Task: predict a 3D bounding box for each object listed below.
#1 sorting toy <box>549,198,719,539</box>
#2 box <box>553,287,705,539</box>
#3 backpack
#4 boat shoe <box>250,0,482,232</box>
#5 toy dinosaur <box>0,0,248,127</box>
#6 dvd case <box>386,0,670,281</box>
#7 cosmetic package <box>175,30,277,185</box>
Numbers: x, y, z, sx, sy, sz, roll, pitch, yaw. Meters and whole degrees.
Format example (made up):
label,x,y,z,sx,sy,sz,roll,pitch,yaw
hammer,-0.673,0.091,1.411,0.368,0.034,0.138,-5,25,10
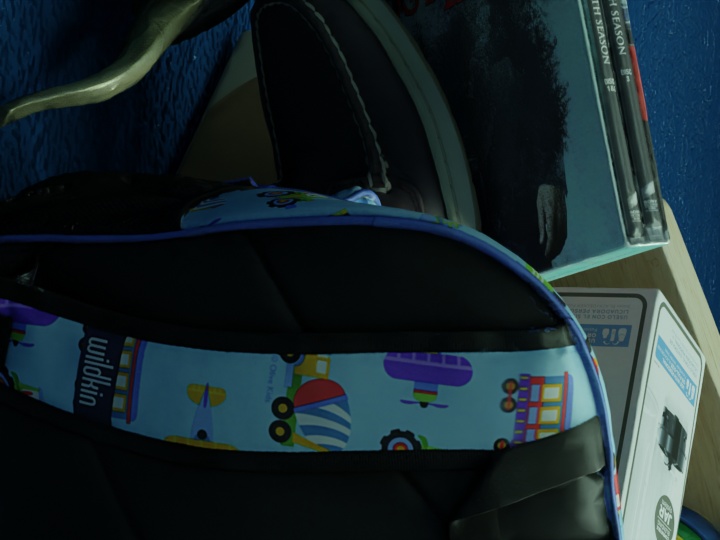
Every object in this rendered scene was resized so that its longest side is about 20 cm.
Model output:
label,x,y,z,sx,sy,sz,roll,pitch,yaw
sorting toy,0.068,0.100,0.937,0.069,0.198,0.202,-9,76,-51
box,0.050,0.108,0.811,0.060,0.116,0.202,48,50,-53
backpack,-0.017,0.057,0.647,0.135,0.198,0.184,-36,119,-70
boat shoe,0.000,0.000,0.737,0.064,0.072,0.202,-23,103,-32
toy dinosaur,-0.051,-0.103,0.742,0.047,0.088,0.200,46,28,-7
dvd case,0.037,-0.093,0.746,0.146,0.022,0.202,-19,-102,60
cosmetic package,-0.033,0.009,0.846,0.201,0.070,0.106,-71,159,-44
